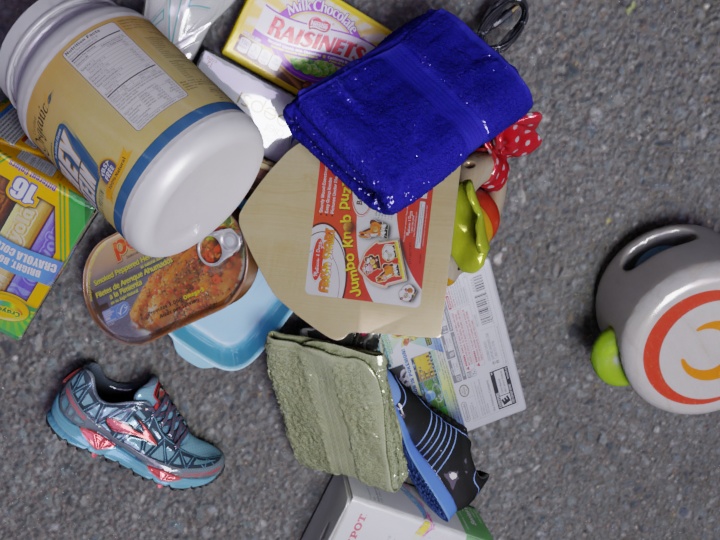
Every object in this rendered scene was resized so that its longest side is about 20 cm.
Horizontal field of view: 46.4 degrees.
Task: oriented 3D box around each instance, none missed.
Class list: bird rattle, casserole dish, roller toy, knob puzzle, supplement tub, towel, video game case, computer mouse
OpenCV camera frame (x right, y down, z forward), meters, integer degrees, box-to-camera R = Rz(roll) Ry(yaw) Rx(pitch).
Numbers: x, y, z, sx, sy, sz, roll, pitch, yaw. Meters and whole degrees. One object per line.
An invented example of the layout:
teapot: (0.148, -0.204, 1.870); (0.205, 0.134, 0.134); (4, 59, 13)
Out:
bird rattle: (0.110, -0.077, 0.865); (0.111, 0.201, 0.165); (20, 142, 20)
casserole dish: (-0.125, 0.012, 0.886); (0.120, 0.039, 0.201); (35, 98, -19)
roller toy: (0.364, 0.051, 0.938); (0.196, 0.140, 0.185); (16, 114, -10)
knob puzzle: (-0.013, -0.037, 0.776); (0.215, 0.030, 0.225); (0, 89, 1)
supplement tub: (-0.194, -0.127, 0.709); (0.200, 0.144, 0.145); (43, 98, 13)
towel: (-0.027, 0.152, 0.896); (0.146, 0.037, 0.203); (9, 130, 25)
video game case: (0.086, 0.102, 0.965); (0.179, 0.022, 0.203); (-19, 111, -4)
computer mouse: (0.087, -0.210, 0.838); (0.198, 0.034, 0.059); (-32, 77, -7)
towel: (0.045, -0.151, 0.747); (0.147, 0.050, 0.199); (42, 64, 19)

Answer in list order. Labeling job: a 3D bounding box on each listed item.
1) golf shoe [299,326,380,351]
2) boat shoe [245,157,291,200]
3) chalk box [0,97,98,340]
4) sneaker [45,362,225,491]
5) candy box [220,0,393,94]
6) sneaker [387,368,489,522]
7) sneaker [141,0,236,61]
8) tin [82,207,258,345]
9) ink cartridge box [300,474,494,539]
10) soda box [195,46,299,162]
golf shoe: (0.000, 0.000, 0.881); (0.086, 0.077, 0.204); (17, 89, 4)
boat shoe: (-0.068, -0.058, 0.815); (0.197, 0.072, 0.069); (26, 89, -7)
chalk box: (-0.332, -0.033, 0.779); (0.123, 0.125, 0.201); (32, 108, -19)
sneaker: (-0.227, 0.163, 0.895); (0.197, 0.079, 0.097); (26, 100, -18)
candy box: (-0.030, -0.215, 0.837); (0.197, 0.026, 0.104); (25, 98, -18)
sneaker: (0.075, 0.182, 0.948); (0.077, 0.070, 0.202); (-35, 107, -21)
sneaker: (-0.153, -0.263, 0.776); (0.080, 0.071, 0.201); (38, 98, -17)
tin: (-0.188, -0.001, 0.829); (0.197, 0.042, 0.114); (-23, 94, 22)
ink cartridge box: (0.037, 0.335, 0.996); (0.197, 0.088, 0.147); (22, 102, -18)
soda box: (-0.078, -0.142, 0.829); (0.197, 0.068, 0.064); (25, 101, -17)
